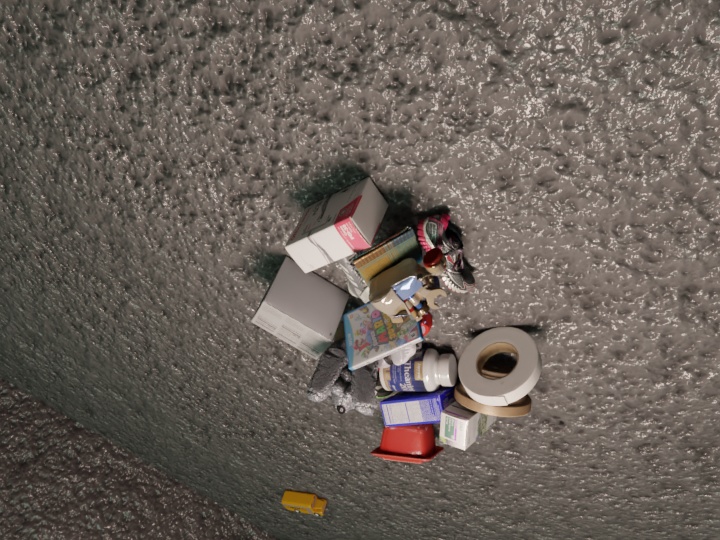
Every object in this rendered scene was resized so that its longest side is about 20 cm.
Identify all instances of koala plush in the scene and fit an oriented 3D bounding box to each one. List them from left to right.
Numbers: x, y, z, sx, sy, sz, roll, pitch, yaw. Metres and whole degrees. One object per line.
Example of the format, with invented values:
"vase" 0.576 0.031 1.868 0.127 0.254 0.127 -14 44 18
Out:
"koala plush" -0.029 0.281 1.398 0.172 0.188 0.202 11 147 8

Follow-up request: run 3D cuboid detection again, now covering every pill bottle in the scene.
"pill bottle" 0.156 0.268 1.510 0.194 0.113 0.113 -5 132 27

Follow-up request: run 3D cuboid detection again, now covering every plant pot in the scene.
"plant pot" 0.343 0.294 1.439 0.194 0.200 0.096 8 97 15

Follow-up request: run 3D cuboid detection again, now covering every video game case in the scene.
"video game case" 0.048 0.131 1.301 0.196 0.147 0.018 -27 142 24

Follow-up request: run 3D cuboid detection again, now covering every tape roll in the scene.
"tape roll" 0.327 0.223 1.323 0.198 0.206 0.037 -10 131 31

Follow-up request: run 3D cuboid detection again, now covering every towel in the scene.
"towel" 0.063 -0.024 1.209 0.144 0.022 0.200 -30 158 2

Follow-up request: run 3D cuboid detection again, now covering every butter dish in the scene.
"butter dish" 0.148 0.501 1.734 0.194 0.153 0.198 -2 173 23

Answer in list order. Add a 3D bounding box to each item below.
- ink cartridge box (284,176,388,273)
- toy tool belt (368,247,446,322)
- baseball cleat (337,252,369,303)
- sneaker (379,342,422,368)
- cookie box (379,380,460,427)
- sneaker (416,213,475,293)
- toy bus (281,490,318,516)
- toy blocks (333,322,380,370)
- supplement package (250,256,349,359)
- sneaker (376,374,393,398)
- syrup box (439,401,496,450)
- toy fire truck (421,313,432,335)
"ink cartridge box" -0.053 -0.095 1.207 0.196 0.149 0.083 -20 123 36
"toy tool belt" 0.119 0.040 1.196 0.197 0.127 0.123 -29 124 26
"baseball cleat" 0.000 0.000 1.325 0.105 0.070 0.202 33 157 35
"sneaker" 0.109 0.182 1.358 0.200 0.111 0.078 -38 69 62
"cookie box" 0.180 0.370 1.561 0.196 0.169 0.078 -16 86 35
"sneaker" 0.197 -0.032 1.214 0.073 0.082 0.201 -19 123 34
"toy bus" -0.248 1.034 2.494 0.194 0.066 0.080 -3 131 27
"toy blocks" -0.002 0.214 1.504 0.194 0.139 0.102 1 135 23
"supplement package" -0.151 0.096 1.436 0.197 0.158 0.111 31 139 -10
"sneaker" 0.018 0.306 1.635 0.196 0.078 0.084 30 142 -10
"syrup box" 0.285 0.383 1.463 0.080 0.197 0.082 10 104 36
"toy fire truck" 0.114 0.079 1.385 0.197 0.049 0.141 34 135 -13
